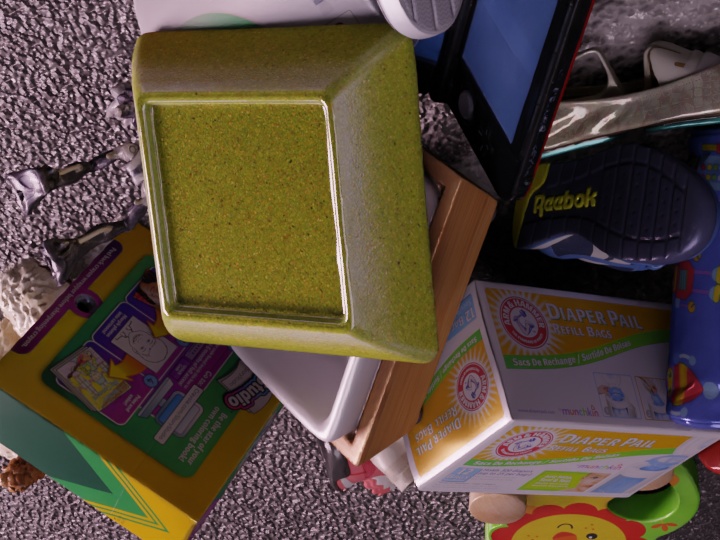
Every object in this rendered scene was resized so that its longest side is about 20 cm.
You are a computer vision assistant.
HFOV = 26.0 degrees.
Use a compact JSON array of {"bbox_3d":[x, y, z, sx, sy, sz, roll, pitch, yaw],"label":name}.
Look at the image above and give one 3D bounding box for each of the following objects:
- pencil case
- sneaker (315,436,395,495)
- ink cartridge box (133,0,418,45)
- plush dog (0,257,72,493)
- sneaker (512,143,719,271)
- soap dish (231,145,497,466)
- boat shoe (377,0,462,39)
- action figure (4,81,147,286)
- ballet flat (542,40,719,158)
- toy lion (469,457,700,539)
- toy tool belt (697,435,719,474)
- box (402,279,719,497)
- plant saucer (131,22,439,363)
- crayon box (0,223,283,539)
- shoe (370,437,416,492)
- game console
[{"bbox_3d":[0.247,0.008,1.010,0.086,0.078,0.203,4,92,-6],"label":"pencil case"},{"bbox_3d":[0.020,0.122,1.197,0.086,0.074,0.200,-22,165,11],"label":"sneaker"},{"bbox_3d":[-0.079,-0.184,0.938,0.160,0.050,0.201,-26,110,35],"label":"ink cartridge box"},{"bbox_3d":[-0.261,0.107,1.235,0.200,0.161,0.171,45,151,-26],"label":"plush dog"},{"bbox_3d":[0.177,-0.037,1.009,0.081,0.075,0.200,15,178,-24],"label":"sneaker"},{"bbox_3d":[0.000,0.000,1.016,0.081,0.157,0.202,4,114,-39],"label":"soap dish"},{"bbox_3d":[0.007,-0.225,0.870,0.071,0.072,0.202,-12,89,48],"label":"boat shoe"},{"bbox_3d":[-0.137,-0.076,1.055,0.199,0.102,0.120,-28,99,-15],"label":"action figure"},{"bbox_3d":[0.172,-0.114,0.992,0.198,0.067,0.063,-11,102,16],"label":"ballet flat"},{"bbox_3d":[0.188,0.197,1.284,0.198,0.069,0.192,-18,134,24],"label":"toy lion"},{"bbox_3d":[0.322,0.057,1.076,0.122,0.125,0.202,7,116,-34],"label":"toy tool belt"},{"bbox_3d":[0.133,0.085,1.064,0.198,0.102,0.112,7,146,-34],"label":"box"},{"bbox_3d":[-0.057,-0.041,0.928,0.198,0.048,0.202,3,107,30],"label":"plant saucer"},{"bbox_3d":[-0.147,0.079,1.105,0.172,0.200,0.058,34,132,1],"label":"crayon box"},{"bbox_3d":[0.083,0.110,1.143,0.054,0.199,0.070,51,137,24],"label":"shoe"},{"bbox_3d":[0.043,-0.162,0.936,0.117,0.173,0.201,-7,138,-20],"label":"game console"}]
